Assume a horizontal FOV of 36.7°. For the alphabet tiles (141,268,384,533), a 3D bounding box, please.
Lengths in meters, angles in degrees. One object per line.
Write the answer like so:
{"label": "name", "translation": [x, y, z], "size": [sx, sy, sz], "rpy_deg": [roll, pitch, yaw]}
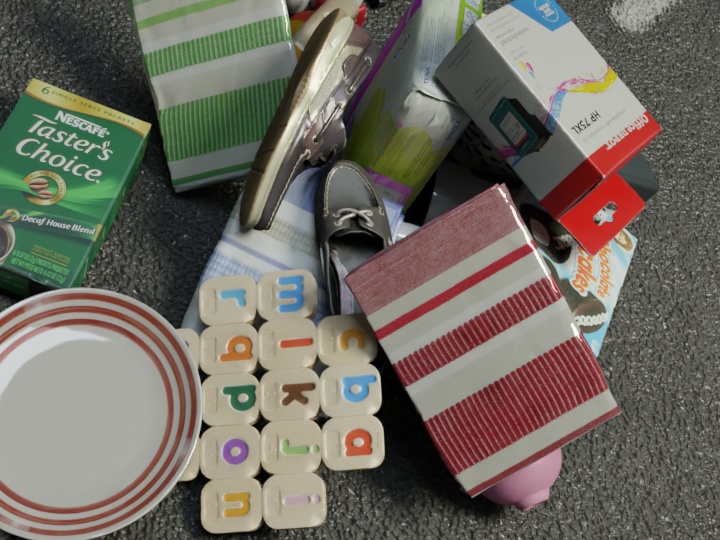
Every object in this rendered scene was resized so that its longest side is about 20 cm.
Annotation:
{"label": "alphabet tiles", "translation": [-0.078, 0.100, 0.851], "size": [0.192, 0.015, 0.204], "rpy_deg": [-6, 71, 7]}

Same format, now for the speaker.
{"label": "speaker", "translation": [0.149, -0.044, 1.049], "size": [0.196, 0.082, 0.082], "rpy_deg": [15, 52, -8]}

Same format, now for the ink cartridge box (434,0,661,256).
{"label": "ink cartridge box", "translation": [0.168, -0.124, 0.895], "size": [0.201, 0.067, 0.116], "rpy_deg": [51, 47, 5]}

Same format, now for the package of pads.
{"label": "package of pads", "translation": [0.039, -0.144, 1.003], "size": [0.067, 0.201, 0.157], "rpy_deg": [19, 52, -14]}

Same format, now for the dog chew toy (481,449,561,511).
{"label": "dog chew toy", "translation": [0.104, 0.102, 0.910], "size": [0.123, 0.125, 0.203], "rpy_deg": [-13, 69, -27]}

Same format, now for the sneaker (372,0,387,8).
{"label": "sneaker", "translation": [0.072, -0.360, 1.245], "size": [0.197, 0.074, 0.119], "rpy_deg": [-14, 55, -16]}

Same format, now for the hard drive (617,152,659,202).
{"label": "hard drive", "translation": [0.199, -0.137, 1.031], "size": [0.198, 0.033, 0.141], "rpy_deg": [5, 52, -48]}

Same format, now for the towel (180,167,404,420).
{"label": "towel", "translation": [-0.058, 0.008, 0.930], "size": [0.145, 0.024, 0.203], "rpy_deg": [23, 75, -3]}

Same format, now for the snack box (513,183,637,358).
{"label": "snack box", "translation": [0.168, -0.007, 0.929], "size": [0.116, 0.037, 0.200], "rpy_deg": [39, 37, -2]}

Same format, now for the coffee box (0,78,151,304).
{"label": "coffee box", "translation": [-0.271, -0.069, 0.941], "size": [0.121, 0.044, 0.202], "rpy_deg": [21, 52, -4]}

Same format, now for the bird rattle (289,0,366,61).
{"label": "bird rattle", "translation": [-0.048, -0.204, 1.051], "size": [0.199, 0.163, 0.113], "rpy_deg": [-41, 93, -27]}

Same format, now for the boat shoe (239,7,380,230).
{"label": "boat shoe", "translation": [-0.040, -0.120, 0.915], "size": [0.064, 0.072, 0.203], "rpy_deg": [27, 78, -18]}

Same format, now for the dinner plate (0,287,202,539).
{"label": "dinner plate", "translation": [-0.220, 0.108, 0.831], "size": [0.196, 0.024, 0.204], "rpy_deg": [3, 64, -7]}

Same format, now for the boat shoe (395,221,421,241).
{"label": "boat shoe", "translation": [-0.021, -0.016, 0.988], "size": [0.196, 0.072, 0.063], "rpy_deg": [7, 79, -11]}

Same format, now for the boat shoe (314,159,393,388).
{"label": "boat shoe", "translation": [0.000, 0.000, 0.899], "size": [0.065, 0.057, 0.204], "rpy_deg": [-4, 78, -8]}

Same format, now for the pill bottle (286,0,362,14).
{"label": "pill bottle", "translation": [-0.085, -0.345, 1.157], "size": [0.198, 0.113, 0.113], "rpy_deg": [30, 52, 4]}

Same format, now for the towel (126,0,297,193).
{"label": "towel", "translation": [-0.125, -0.182, 0.969], "size": [0.023, 0.150, 0.204], "rpy_deg": [-35, 114, -69]}

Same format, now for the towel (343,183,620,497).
{"label": "towel", "translation": [0.094, 0.055, 0.836], "size": [0.142, 0.023, 0.202], "rpy_deg": [-29, 95, 4]}

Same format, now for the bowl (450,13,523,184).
{"label": "bowl", "translation": [0.141, -0.151, 1.095], "size": [0.199, 0.094, 0.203], "rpy_deg": [32, 35, -25]}
